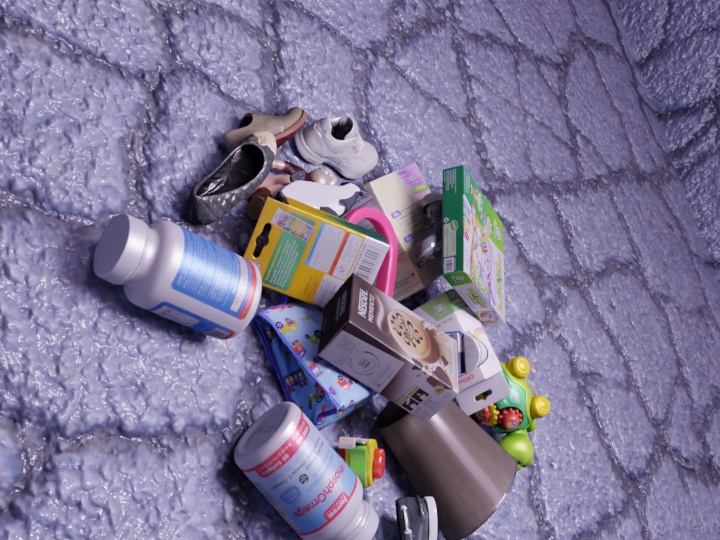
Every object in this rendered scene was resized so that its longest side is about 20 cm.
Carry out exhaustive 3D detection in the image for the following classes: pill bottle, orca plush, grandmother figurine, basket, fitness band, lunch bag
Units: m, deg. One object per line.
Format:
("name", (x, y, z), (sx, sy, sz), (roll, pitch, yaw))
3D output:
("pill bottle", (-0.066, 0.279, 1.153), (0.201, 0.108, 0.109), (51, 37, -15))
("orca plush", (-0.073, -0.101, 1.388), (0.105, 0.072, 0.200), (40, 31, 7))
("pill bottle", (-0.231, 0.005, 1.123), (0.198, 0.111, 0.114), (29, 46, -39))
("grandmother figurine", (-0.106, -0.128, 1.416), (0.199, 0.060, 0.124), (-23, 95, -52))
("basket", (0.128, 0.281, 1.381), (0.201, 0.135, 0.180), (51, 51, -8))
("fitness band", (0.000, 0.000, 1.420), (0.142, 0.037, 0.205), (16, 81, -47))
("lunch bag", (-0.063, 0.116, 1.296), (0.149, 0.094, 0.202), (-17, 71, -52))

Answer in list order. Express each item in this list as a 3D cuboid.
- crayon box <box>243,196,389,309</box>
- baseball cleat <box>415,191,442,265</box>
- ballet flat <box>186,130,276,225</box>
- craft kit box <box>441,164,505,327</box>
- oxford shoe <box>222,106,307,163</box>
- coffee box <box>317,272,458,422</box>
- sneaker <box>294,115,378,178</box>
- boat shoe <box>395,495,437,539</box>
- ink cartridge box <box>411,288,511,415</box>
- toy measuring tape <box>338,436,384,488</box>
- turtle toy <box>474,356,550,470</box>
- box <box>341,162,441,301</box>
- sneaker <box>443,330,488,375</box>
("crayon box", (-0.071, -0.023, 1.297), (0.197, 0.128, 0.052), (21, 14, -19))
("baseball cleat", (0.125, -0.076, 1.511), (0.108, 0.069, 0.199), (58, 25, 4))
("ballet flat", (-0.180, -0.141, 1.287), (0.066, 0.057, 0.201), (32, 55, 4))
("craft kit box", (0.192, -0.038, 1.488), (0.198, 0.048, 0.204), (47, 39, -52))
("oxford shoe", (-0.150, -0.232, 1.420), (0.075, 0.070, 0.200), (49, 36, -8))
("coffee box", (0.042, 0.110, 1.266), (0.198, 0.080, 0.114), (33, 32, -19))
("sneaker", (-0.022, -0.217, 1.545), (0.198, 0.099, 0.076), (6, 60, -51))
("boat shoe", (0.078, 0.431, 1.278), (0.059, 0.076, 0.205), (2, 70, -8))
("ink cartridge box", (0.161, 0.146, 1.513), (0.067, 0.116, 0.203), (-11, 72, -54))
("toy measuring tape", (-0.004, 0.269, 1.234), (0.200, 0.072, 0.075), (53, 17, -75))
("turtle toy", (0.256, 0.251, 1.569), (0.100, 0.145, 0.203), (-25, 86, -32))
("box", (0.071, -0.066, 1.564), (0.175, 0.096, 0.203), (-30, 92, -54))
("sneaker", (0.122, 0.136, 1.426), (0.114, 0.196, 0.083), (10, 82, -59))
